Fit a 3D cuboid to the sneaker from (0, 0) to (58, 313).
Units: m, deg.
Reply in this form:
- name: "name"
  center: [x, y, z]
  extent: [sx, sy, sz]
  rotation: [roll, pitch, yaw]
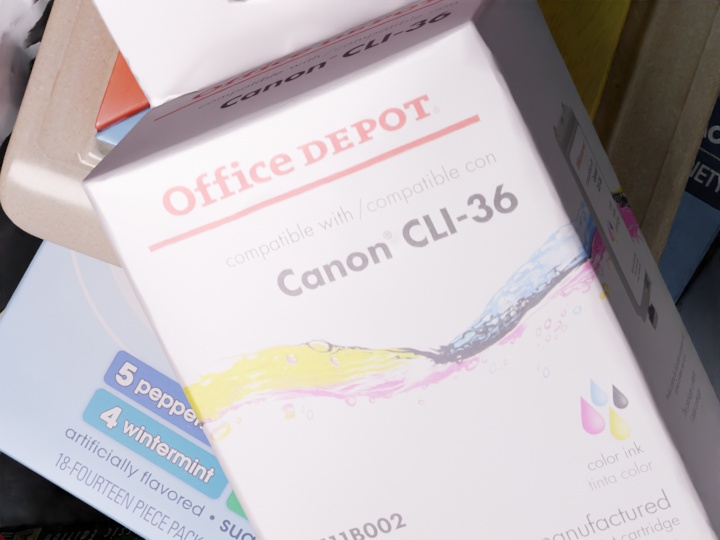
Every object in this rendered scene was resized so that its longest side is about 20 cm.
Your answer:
- name: "sneaker"
  center: [-0.128, -0.061, 0.802]
  extent: [0.086, 0.200, 0.080]
  rotation: [22, 169, 25]

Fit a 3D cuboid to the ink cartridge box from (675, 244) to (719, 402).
- name: "ink cartridge box"
  center: [0.143, 0.064, 0.779]
  extent: [0.083, 0.147, 0.200]
  rotation: [4, 143, -23]

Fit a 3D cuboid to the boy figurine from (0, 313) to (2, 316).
- name: "boy figurine"
  center: [-0.038, 0.053, 0.932]
  extent: [0.200, 0.064, 0.124]
  rotation: [40, 112, -9]

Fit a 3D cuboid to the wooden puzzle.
- name: "wooden puzzle"
  center: [0.009, -0.074, 0.747]
  extent: [0.185, 0.037, 0.200]
  rotation: [19, 103, 5]

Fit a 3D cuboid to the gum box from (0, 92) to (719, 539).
- name: "gum box"
  center: [0.000, 0.000, 0.805]
  extent: [0.170, 0.045, 0.200]
  rotation: [31, 97, 2]

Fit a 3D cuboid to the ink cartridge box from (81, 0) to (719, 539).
- name: "ink cartridge box"
  center: [0.009, -0.001, 0.705]
  extent: [0.116, 0.068, 0.200]
  rotation: [-22, 104, 19]

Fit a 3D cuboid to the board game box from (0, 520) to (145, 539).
- name: "board game box"
  center: [-0.056, 0.139, 1.058]
  extent: [0.200, 0.023, 0.105]
  rotation: [-9, 125, 35]

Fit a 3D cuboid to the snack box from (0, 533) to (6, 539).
- name: "snack box"
  center: [-0.122, 0.179, 0.981]
  extent: [0.053, 0.142, 0.200]
  rotation: [-25, 133, 9]
